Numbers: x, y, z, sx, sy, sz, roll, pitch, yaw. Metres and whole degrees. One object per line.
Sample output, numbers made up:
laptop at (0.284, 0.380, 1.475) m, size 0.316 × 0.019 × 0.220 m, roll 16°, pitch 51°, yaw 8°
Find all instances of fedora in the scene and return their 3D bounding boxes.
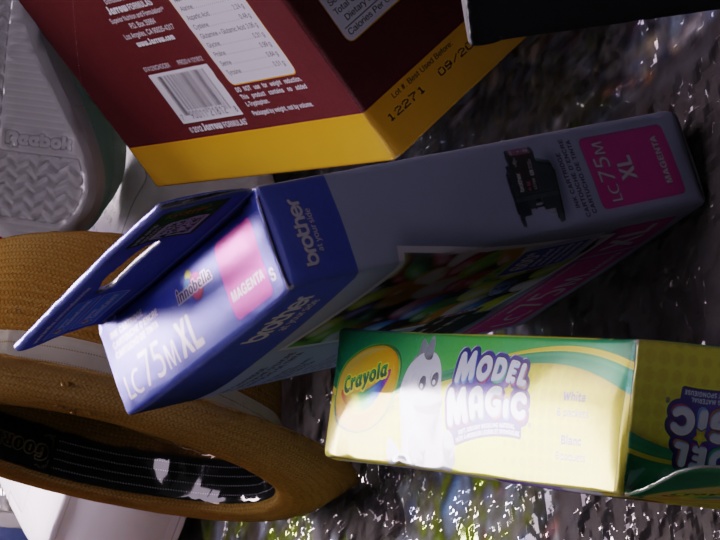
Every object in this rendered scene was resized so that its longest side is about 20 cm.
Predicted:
fedora at (-0.094, 0.036, 1.128) m, size 0.200 × 0.200 × 0.082 m, roll -19°, pitch 56°, yaw 59°

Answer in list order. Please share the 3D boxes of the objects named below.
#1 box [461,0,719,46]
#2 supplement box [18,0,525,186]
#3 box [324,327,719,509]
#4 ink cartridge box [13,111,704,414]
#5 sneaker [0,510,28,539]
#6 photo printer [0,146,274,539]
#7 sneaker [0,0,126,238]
box at (0.086, -0.178, 0.891) m, size 0.079 × 0.141 × 0.201 m, roll 75°, pitch -173°, yaw -61°
supplement box at (-0.046, -0.152, 1.048) m, size 0.133 × 0.200 × 0.197 m, roll -43°, pitch 18°, yaw -22°
box at (0.085, 0.045, 0.865) m, size 0.200 × 0.117 × 0.049 m, roll 4°, pitch 87°, yaw 62°
ink cartridge box at (0.000, 0.000, 0.953) m, size 0.119 × 0.199 × 0.042 m, roll -37°, pitch 67°, yaw 53°
sneaker at (-0.215, 0.171, 1.435) m, size 0.199 × 0.080 × 0.116 m, roll -7°, pitch 73°, yaw 60°
photo printer at (-0.102, 0.009, 1.282) m, size 0.166 × 0.069 × 0.201 m, roll 53°, pitch 127°, yaw 55°
sneaker at (-0.146, -0.107, 1.179) m, size 0.118 × 0.073 × 0.201 m, roll -41°, pitch -64°, yaw -87°
